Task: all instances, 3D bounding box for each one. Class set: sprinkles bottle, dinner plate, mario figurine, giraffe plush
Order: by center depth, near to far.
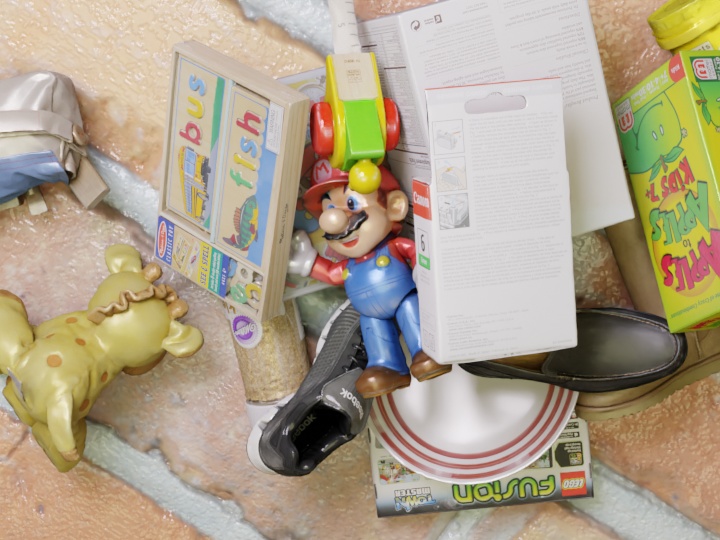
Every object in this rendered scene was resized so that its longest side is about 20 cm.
[{"bbox_3d":[0.000,0.000,1.023,0.123,0.106,0.200,-18,83,-8],"label":"mario figurine"},{"bbox_3d":[-0.233,0.062,1.109,0.162,0.200,0.173,-35,96,-20],"label":"giraffe plush"},{"bbox_3d":[0.095,0.089,1.122,0.200,0.024,0.201,-4,73,15],"label":"dinner plate"},{"bbox_3d":[-0.086,0.041,1.131,0.068,0.068,0.200,-12,101,5],"label":"sprinkles bottle"}]

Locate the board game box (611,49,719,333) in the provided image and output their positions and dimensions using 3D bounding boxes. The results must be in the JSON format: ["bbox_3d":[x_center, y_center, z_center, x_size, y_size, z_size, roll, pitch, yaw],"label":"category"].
[{"bbox_3d":[0.267,-0.061,1.007,0.048,0.102,0.200,-5,75,-24],"label":"board game box"}]

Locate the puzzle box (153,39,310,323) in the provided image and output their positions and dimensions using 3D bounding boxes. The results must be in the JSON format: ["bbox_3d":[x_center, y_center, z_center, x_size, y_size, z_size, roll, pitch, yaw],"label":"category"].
[{"bbox_3d":[-0.109,-0.072,1.033,0.133,0.025,0.200,29,125,31],"label":"puzzle box"}]

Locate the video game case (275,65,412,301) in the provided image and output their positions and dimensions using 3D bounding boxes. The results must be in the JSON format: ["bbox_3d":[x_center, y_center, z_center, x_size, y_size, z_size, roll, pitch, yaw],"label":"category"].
[{"bbox_3d":[-0.017,-0.083,1.090,0.200,0.023,0.182,-17,101,-16],"label":"video game case"}]

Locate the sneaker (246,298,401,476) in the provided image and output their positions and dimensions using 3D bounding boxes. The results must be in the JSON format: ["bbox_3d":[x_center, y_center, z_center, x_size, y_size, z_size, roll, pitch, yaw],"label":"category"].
[{"bbox_3d":[-0.013,0.097,1.081,0.066,0.090,0.200,41,79,-22],"label":"sneaker"}]

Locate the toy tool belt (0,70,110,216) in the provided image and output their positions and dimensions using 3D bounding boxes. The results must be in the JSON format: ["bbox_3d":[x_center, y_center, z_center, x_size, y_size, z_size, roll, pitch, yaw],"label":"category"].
[{"bbox_3d":[-0.322,-0.086,1.087,0.200,0.125,0.123,-18,92,6],"label":"toy tool belt"}]

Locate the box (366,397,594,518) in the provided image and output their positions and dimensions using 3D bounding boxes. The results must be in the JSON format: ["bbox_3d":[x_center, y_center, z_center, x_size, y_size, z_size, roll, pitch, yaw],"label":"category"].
[{"bbox_3d":[0.108,0.161,1.165,0.200,0.035,0.110,-5,102,3],"label":"box"}]

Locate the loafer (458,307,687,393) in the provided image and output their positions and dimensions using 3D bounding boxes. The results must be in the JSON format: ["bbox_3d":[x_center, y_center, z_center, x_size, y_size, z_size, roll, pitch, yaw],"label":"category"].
[{"bbox_3d":[0.166,0.064,1.051,0.200,0.072,0.073,-3,83,18],"label":"loafer"}]

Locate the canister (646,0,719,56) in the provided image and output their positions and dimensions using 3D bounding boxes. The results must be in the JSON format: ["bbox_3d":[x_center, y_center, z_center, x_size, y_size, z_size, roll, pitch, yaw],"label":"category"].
[{"bbox_3d":[0.353,-0.163,1.062,0.148,0.087,0.200,-32,100,9],"label":"canister"}]

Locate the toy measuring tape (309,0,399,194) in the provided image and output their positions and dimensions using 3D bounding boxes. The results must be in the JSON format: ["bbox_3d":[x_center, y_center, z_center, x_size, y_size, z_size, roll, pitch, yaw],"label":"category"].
[{"bbox_3d":[-0.011,-0.146,1.011,0.073,0.074,0.200,-11,67,5],"label":"toy measuring tape"}]

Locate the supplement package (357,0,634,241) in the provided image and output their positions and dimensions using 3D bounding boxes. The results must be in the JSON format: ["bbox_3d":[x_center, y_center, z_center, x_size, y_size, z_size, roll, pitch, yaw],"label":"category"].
[{"bbox_3d":[0.104,-0.123,1.031,0.152,0.151,0.200,-17,101,-11],"label":"supplement package"}]

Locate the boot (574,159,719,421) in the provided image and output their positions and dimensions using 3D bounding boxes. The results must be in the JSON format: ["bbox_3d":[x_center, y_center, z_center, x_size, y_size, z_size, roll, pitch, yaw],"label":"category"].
[{"bbox_3d":[0.235,0.010,1.106,0.175,0.066,0.200,-23,102,-17],"label":"boot"}]

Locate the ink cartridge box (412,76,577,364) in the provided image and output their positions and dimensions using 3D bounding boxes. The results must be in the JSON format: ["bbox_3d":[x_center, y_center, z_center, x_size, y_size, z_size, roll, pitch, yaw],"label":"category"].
[{"bbox_3d":[0.097,-0.038,0.938,0.109,0.050,0.200,-6,100,-12],"label":"ink cartridge box"}]
